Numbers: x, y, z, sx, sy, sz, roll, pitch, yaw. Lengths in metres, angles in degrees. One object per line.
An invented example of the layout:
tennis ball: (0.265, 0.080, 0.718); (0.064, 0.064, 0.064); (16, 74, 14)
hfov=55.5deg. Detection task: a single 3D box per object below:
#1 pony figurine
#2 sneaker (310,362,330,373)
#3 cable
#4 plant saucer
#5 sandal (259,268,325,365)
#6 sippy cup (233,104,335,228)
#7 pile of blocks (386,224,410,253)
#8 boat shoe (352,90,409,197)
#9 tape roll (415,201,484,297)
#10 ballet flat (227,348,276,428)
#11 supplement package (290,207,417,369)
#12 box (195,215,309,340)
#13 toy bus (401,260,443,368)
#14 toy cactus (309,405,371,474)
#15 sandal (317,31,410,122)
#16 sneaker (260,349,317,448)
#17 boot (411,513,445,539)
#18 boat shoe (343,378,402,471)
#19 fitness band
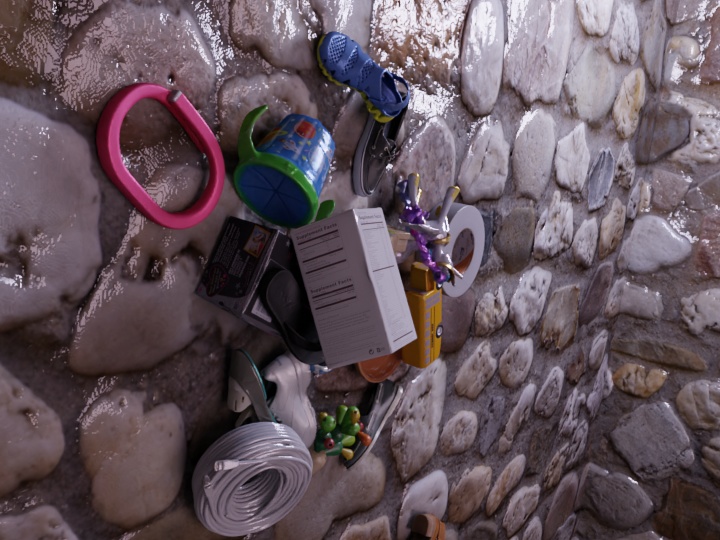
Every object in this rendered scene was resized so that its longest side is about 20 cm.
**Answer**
pony figurine: (0.118, -0.079, 1.323); (0.189, 0.166, 0.205); (14, 63, -26)
sneaker: (-0.063, 0.080, 1.200); (0.071, 0.071, 0.206); (-5, 104, -51)
cable: (-0.172, 0.335, 1.092); (0.196, 0.069, 0.204); (-9, 127, -32)
plant saucer: (0.041, 0.122, 1.385); (0.198, 0.037, 0.206); (-23, 119, -49)
sandal: (-0.082, 0.079, 0.999); (0.076, 0.047, 0.202); (-57, 140, -22)
sippy cup: (-0.103, -0.157, 1.025); (0.180, 0.136, 0.132); (94, 20, -55)
pile of blocks: (0.023, -0.035, 1.142); (0.200, 0.080, 0.064); (-27, 132, -72)
boat shoe: (0.038, -0.232, 1.242); (0.068, 0.056, 0.206); (16, 88, -54)
tape roll: (0.202, -0.047, 1.523); (0.198, 0.065, 0.206); (-23, 120, -47)
ballet flat: (-0.179, 0.218, 1.094); (0.063, 0.067, 0.204); (-38, 130, -31)
supplement package: (-0.008, 0.022, 0.993); (0.113, 0.107, 0.205); (-11, 85, -65)
box: (-0.132, 0.026, 1.051); (0.199, 0.113, 0.135); (36, 74, -51)
toy bus: (0.124, 0.090, 1.404); (0.078, 0.064, 0.205); (-26, 122, -45)
toy cactus: (-0.054, 0.327, 1.273); (0.165, 0.102, 0.200); (-45, 167, -6)
sandal: (0.014, -0.324, 1.132); (0.198, 0.086, 0.081); (30, 80, -35)
sneaker: (-0.128, 0.230, 1.179); (0.086, 0.074, 0.205); (-21, 117, -29)
boot: (0.156, 0.716, 1.718); (0.204, 0.072, 0.155); (-64, 147, -12)
boat shoe: (0.013, 0.312, 1.409); (0.061, 0.073, 0.202); (35, 75, -7)
fitness band: (-0.253, -0.145, 0.891); (0.145, 0.037, 0.201); (-59, 140, -22)
